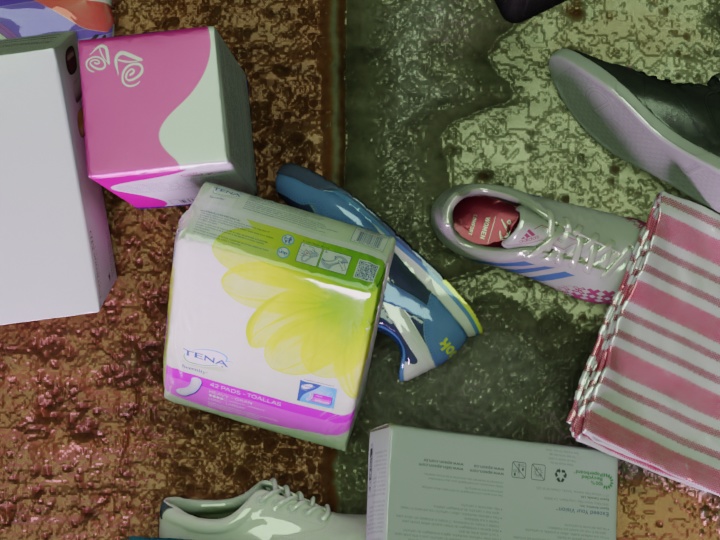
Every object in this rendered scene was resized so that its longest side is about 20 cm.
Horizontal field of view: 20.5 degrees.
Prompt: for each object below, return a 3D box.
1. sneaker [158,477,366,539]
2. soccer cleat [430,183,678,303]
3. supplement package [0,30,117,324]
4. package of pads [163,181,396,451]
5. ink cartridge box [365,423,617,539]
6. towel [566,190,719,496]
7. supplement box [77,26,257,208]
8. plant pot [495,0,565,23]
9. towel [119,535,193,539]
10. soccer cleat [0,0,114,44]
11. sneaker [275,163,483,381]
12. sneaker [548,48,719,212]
[{"bbox_3d":[-0.059,0.195,1.504,0.200,0.073,0.071,-6,103,4],"label":"sneaker"},{"bbox_3d":[0.149,-0.019,1.504,0.200,0.086,0.070,13,87,3],"label":"soccer cleat"},{"bbox_3d":[-0.279,-0.066,1.489,0.156,0.111,0.200,-7,104,3],"label":"supplement package"},{"bbox_3d":[-0.065,0.035,1.462,0.154,0.200,0.068,17,47,4],"label":"package of pads"},{"bbox_3d":[0.097,0.222,1.460,0.199,0.041,0.200,10,73,-24],"label":"ink cartridge box"},{"bbox_3d":[0.253,0.057,1.500,0.146,0.030,0.200,22,88,-19],"label":"towel"},{"bbox_3d":[-0.138,-0.108,1.465,0.101,0.200,0.104,-6,87,2],"label":"supplement box"},{"bbox_3d":[0.160,-0.325,1.477,0.199,0.177,0.200,-25,87,2],"label":"plant pot"},{"bbox_3d":[-0.082,0.262,1.490,0.200,0.022,0.147,5,126,3],"label":"towel"},{"bbox_3d":[-0.291,-0.183,1.544,0.200,0.068,0.073,-4,84,-1],"label":"soccer cleat"},{"bbox_3d":[0.000,0.000,1.518,0.200,0.074,0.082,44,92,5],"label":"sneaker"},{"bbox_3d":[0.244,-0.127,1.522,0.200,0.071,0.099,35,65,19],"label":"sneaker"}]
